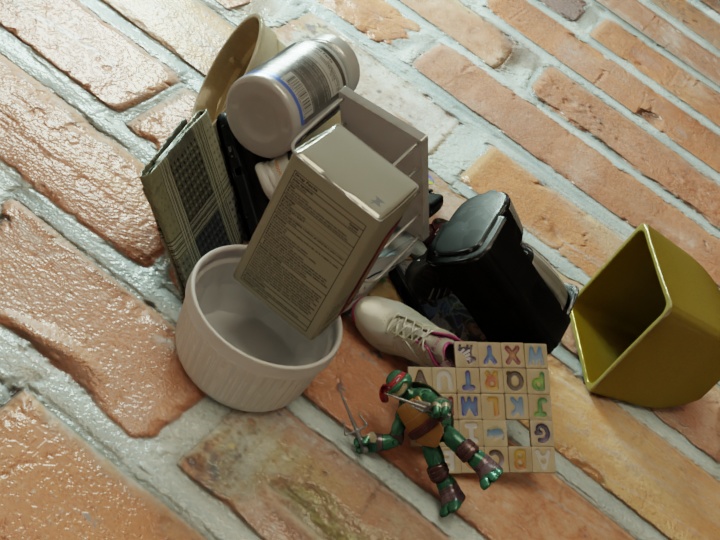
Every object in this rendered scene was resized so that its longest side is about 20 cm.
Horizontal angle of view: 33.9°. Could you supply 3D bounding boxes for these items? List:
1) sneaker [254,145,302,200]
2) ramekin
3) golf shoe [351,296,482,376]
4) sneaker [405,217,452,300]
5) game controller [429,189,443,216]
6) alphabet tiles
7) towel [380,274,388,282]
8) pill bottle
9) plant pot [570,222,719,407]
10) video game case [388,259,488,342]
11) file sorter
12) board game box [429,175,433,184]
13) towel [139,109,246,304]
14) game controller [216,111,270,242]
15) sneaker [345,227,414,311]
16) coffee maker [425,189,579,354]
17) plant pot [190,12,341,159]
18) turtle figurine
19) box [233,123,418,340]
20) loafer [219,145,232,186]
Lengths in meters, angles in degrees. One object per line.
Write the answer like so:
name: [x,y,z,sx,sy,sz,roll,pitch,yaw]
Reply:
sneaker: [-0.065,-0.111,1.627,0.200,0.079,0.075,28,36,-63]
ramekin: [-0.130,0.076,1.427,0.198,0.106,0.202,20,38,-16]
golf shoe: [0.080,0.089,1.568,0.198,0.092,0.076,30,73,0]
sneaker: [0.106,-0.023,1.719,0.199,0.076,0.115,-7,41,-49]
game controller: [0.063,-0.099,1.744,0.103,0.043,0.200,11,9,8]
alphabet tiles: [0.155,0.174,1.511,0.197,0.008,0.170,3,75,-17]
towel: [-0.042,-0.070,1.734,0.151,0.024,0.202,11,41,-25]
pill bottle: [-0.086,-0.243,1.596,0.113,0.114,0.200,36,40,7]
plant pot: [0.461,0.090,1.787,0.198,0.195,0.197,24,36,-21]
video game case: [0.154,0.056,1.728,0.198,0.026,0.182,1,46,-36]
file sorter: [-0.002,-0.102,1.527,0.138,0.201,0.124,34,63,25]
board game box: [0.034,-0.197,1.877,0.197,0.039,0.158,19,16,-15]
towel: [-0.214,-0.081,1.506,0.034,0.202,0.193,-2,31,21]
game controller: [-0.145,-0.121,1.619,0.104,0.042,0.203,-21,96,-74]
sneaker: [0.000,0.000,1.637,0.073,0.071,0.199,35,42,25]
coffee maker: [0.191,0.024,1.599,0.200,0.134,0.193,49,33,-28]
plant pot: [-0.125,-0.248,1.758,0.182,0.201,0.202,27,34,-25]
turtle figurine: [0.075,0.188,1.415,0.201,0.150,0.100,50,43,3]
box: [-0.042,-0.044,1.371,0.127,0.201,0.109,38,37,9]
loafer: [-0.212,-0.125,1.629,0.072,0.073,0.201,26,35,-5]
